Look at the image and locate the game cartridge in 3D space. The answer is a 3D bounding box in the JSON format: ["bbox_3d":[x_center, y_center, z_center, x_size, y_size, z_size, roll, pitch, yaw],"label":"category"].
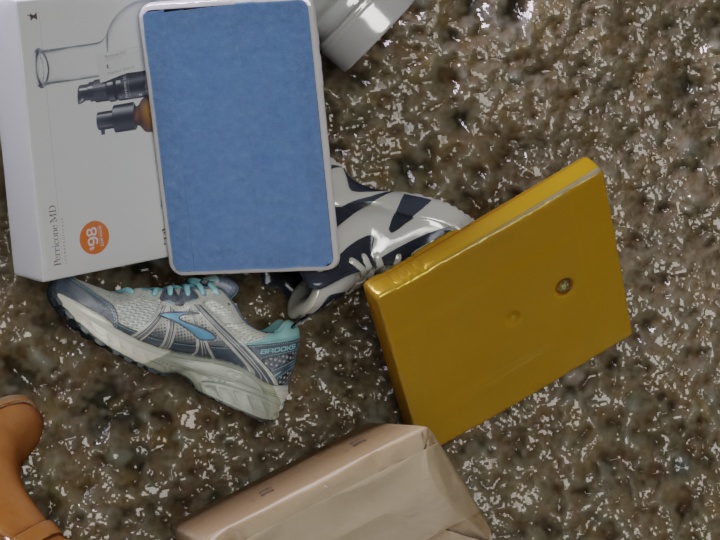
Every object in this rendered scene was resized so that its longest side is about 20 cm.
[{"bbox_3d":[0.107,0.028,1.577,0.199,0.032,0.177,-28,133,-13],"label":"game cartridge"}]

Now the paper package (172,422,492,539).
[{"bbox_3d":[-0.026,0.192,1.499,0.190,0.200,0.104,-26,91,-13],"label":"paper package"}]

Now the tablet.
[{"bbox_3d":[-0.085,-0.095,1.494,0.129,0.014,0.201,-2,106,13],"label":"tablet"}]

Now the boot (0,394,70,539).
[{"bbox_3d":[-0.239,0.175,1.457,0.155,0.077,0.200,21,35,20],"label":"boot"}]

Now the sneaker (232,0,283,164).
[{"bbox_3d":[-0.090,-0.153,1.525,0.078,0.066,0.201,20,111,17],"label":"sneaker"}]

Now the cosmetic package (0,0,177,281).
[{"bbox_3d":[-0.185,-0.104,1.514,0.150,0.052,0.201,-12,104,-33],"label":"cosmetic package"}]

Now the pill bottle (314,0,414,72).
[{"bbox_3d":[-0.055,-0.248,1.572,0.200,0.111,0.111,44,78,-6],"label":"pill bottle"}]

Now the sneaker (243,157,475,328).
[{"bbox_3d":[0.000,0.000,1.567,0.198,0.079,0.130,26,65,-9],"label":"sneaker"}]

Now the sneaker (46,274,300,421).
[{"bbox_3d":[-0.136,0.036,1.551,0.199,0.078,0.087,25,86,-20],"label":"sneaker"}]
